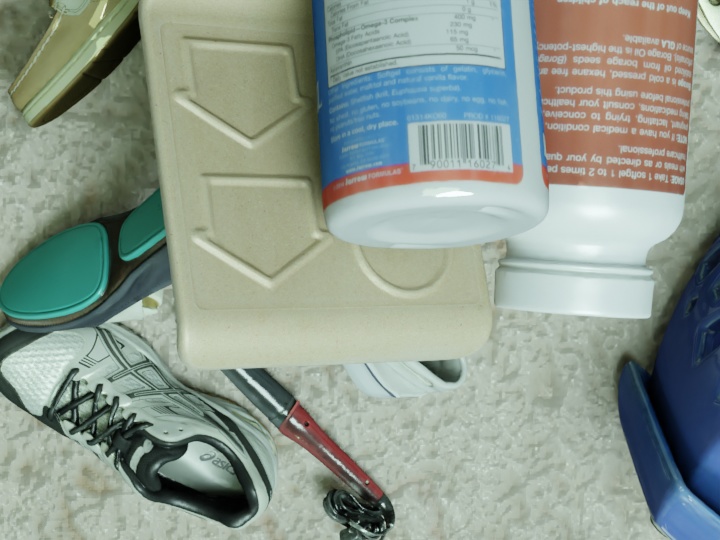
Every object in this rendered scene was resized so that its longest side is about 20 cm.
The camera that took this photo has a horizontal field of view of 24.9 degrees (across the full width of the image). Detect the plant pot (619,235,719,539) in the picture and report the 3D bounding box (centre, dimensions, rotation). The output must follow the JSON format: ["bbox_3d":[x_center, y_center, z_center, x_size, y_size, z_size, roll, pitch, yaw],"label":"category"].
[{"bbox_3d":[0.272,0.098,0.973,0.200,0.200,0.180,38,107,-14],"label":"plant pot"}]

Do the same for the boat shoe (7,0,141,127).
[{"bbox_3d":[-0.142,-0.172,0.929,0.066,0.074,0.200,39,98,-2],"label":"boat shoe"}]

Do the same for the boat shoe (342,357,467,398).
[{"bbox_3d":[0.000,0.000,0.921,0.066,0.072,0.200,-3,129,35],"label":"boat shoe"}]

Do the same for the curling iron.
[{"bbox_3d":[-0.044,0.098,1.026,0.026,0.050,0.200,-33,103,26],"label":"curling iron"}]

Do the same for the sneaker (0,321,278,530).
[{"bbox_3d":[-0.137,0.091,0.993,0.200,0.088,0.076,26,104,-10],"label":"sneaker"}]

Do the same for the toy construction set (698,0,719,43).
[{"bbox_3d":[0.175,-0.118,0.964,0.131,0.092,0.200,36,89,-14],"label":"toy construction set"}]

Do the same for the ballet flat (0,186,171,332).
[{"bbox_3d":[-0.128,-0.003,0.954,0.200,0.073,0.073,-27,109,34],"label":"ballet flat"}]

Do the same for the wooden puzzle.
[{"bbox_3d":[-0.026,-0.050,0.850,0.185,0.046,0.201,0,80,-32],"label":"wooden puzzle"}]

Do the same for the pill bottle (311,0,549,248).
[{"bbox_3d":[0.032,-0.118,0.808,0.112,0.112,0.201,-2,78,-5],"label":"pill bottle"}]

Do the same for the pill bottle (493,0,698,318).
[{"bbox_3d":[0.120,-0.077,0.872,0.112,0.112,0.201,4,90,-6],"label":"pill bottle"}]
